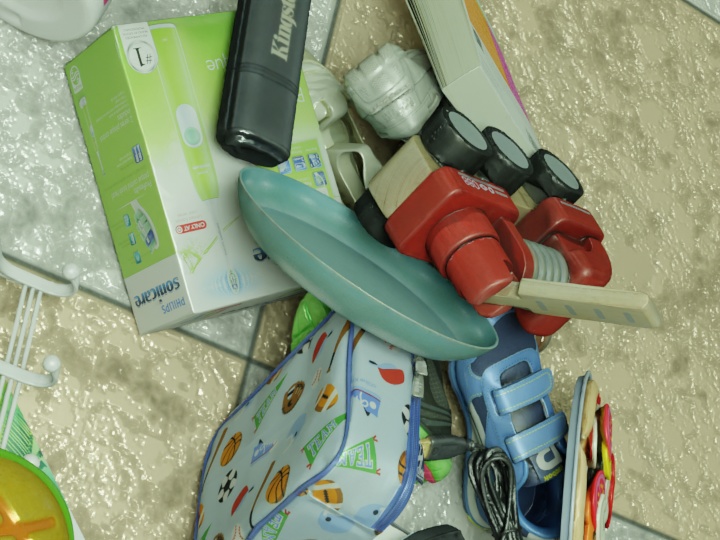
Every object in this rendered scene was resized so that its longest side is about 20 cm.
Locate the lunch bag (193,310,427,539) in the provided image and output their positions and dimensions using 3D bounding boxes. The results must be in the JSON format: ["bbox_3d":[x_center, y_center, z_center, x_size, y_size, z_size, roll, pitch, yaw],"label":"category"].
[{"bbox_3d":[-0.031,0.118,1.015,0.075,0.200,0.161,29,40,-22],"label":"lunch bag"}]

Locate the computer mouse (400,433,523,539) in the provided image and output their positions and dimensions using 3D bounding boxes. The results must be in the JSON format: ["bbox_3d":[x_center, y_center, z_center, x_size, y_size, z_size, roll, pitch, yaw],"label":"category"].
[{"bbox_3d":[0.045,0.184,1.062,0.199,0.046,0.142,-5,81,-35],"label":"computer mouse"}]

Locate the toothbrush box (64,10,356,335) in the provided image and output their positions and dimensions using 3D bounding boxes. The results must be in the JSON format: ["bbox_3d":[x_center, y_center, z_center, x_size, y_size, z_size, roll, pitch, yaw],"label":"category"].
[{"bbox_3d":[-0.103,-0.072,1.097,0.145,0.086,0.202,-13,86,-37],"label":"toothbrush box"}]

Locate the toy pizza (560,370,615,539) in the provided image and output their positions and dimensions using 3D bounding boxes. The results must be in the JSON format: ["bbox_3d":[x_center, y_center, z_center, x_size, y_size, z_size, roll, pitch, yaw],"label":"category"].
[{"bbox_3d":[0.173,0.176,1.171,0.031,0.200,0.202,4,69,12],"label":"toy pizza"}]

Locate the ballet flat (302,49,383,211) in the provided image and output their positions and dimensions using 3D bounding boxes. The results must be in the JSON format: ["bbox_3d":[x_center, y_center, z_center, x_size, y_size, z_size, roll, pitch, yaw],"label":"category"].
[{"bbox_3d":[-0.020,-0.098,1.172,0.069,0.069,0.201,-29,94,-36],"label":"ballet flat"}]

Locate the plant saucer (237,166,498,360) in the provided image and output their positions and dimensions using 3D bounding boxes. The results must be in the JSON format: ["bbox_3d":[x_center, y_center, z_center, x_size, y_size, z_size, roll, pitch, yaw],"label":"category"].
[{"bbox_3d":[0.000,0.000,1.007,0.199,0.200,0.028,28,104,-25],"label":"plant saucer"}]

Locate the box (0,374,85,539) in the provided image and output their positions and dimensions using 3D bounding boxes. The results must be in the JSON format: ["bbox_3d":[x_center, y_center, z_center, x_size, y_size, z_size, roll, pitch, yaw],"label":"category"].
[{"bbox_3d":[-0.276,0.161,0.946,0.199,0.036,0.145,-30,95,-38],"label":"box"}]

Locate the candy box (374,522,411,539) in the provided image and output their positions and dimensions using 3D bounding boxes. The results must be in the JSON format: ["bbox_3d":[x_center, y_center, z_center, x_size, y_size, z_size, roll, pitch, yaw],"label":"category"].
[{"bbox_3d":[-0.003,0.280,1.077,0.167,0.071,0.201,36,60,-21],"label":"candy box"}]

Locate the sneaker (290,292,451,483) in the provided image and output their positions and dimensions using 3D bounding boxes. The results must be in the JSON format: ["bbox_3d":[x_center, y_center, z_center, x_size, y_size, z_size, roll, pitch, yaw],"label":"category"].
[{"bbox_3d":[0.011,0.072,1.130,0.201,0.076,0.084,61,34,-39],"label":"sneaker"}]

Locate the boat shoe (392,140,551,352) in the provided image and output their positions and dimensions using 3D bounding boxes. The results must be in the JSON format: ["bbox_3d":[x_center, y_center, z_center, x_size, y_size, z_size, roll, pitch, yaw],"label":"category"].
[{"bbox_3d":[0.080,-0.020,1.212,0.072,0.076,0.201,-19,79,-47],"label":"boat shoe"}]

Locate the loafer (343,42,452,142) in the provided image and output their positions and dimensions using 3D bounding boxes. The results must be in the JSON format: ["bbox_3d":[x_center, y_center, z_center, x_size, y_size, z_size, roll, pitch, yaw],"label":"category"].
[{"bbox_3d":[0.034,-0.124,1.161,0.070,0.070,0.200,56,14,1],"label":"loafer"}]

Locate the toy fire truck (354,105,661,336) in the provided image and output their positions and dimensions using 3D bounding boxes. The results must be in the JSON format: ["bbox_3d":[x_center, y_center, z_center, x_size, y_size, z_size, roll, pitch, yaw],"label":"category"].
[{"bbox_3d":[0.119,-0.004,1.041,0.175,0.129,0.201,17,36,-48],"label":"toy fire truck"}]

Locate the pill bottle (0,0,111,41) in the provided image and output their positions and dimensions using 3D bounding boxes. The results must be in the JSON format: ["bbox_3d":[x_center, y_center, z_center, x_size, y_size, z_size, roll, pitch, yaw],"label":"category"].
[{"bbox_3d":[-0.187,-0.267,1.075,0.113,0.113,0.201,38,59,-20],"label":"pill bottle"}]

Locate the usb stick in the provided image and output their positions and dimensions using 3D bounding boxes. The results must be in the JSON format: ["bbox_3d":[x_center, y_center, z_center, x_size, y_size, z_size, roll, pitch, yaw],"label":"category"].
[{"bbox_3d":[-0.062,-0.163,1.075,0.055,0.033,0.202,20,60,-24],"label":"usb stick"}]

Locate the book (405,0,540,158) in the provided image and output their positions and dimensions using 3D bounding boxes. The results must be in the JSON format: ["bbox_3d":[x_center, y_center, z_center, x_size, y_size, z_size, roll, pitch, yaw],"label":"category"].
[{"bbox_3d":[0.090,-0.156,1.194,0.134,0.048,0.201,51,16,-36],"label":"book"}]

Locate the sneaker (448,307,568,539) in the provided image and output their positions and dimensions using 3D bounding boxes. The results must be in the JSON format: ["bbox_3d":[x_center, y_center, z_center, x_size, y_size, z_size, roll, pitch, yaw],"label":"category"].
[{"bbox_3d":[0.118,0.111,1.159,0.073,0.082,0.202,-22,115,-27],"label":"sneaker"}]

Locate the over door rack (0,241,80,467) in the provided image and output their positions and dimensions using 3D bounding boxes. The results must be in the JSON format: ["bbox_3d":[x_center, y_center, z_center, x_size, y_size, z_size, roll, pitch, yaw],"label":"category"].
[{"bbox_3d":[-0.273,0.032,0.936,0.198,0.067,0.149,19,57,-19],"label":"over door rack"}]

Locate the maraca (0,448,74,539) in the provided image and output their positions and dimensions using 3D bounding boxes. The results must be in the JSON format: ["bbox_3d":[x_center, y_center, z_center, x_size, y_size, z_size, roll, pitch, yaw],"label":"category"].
[{"bbox_3d":[-0.240,0.195,0.879,0.137,0.107,0.201,35,73,-24],"label":"maraca"}]
